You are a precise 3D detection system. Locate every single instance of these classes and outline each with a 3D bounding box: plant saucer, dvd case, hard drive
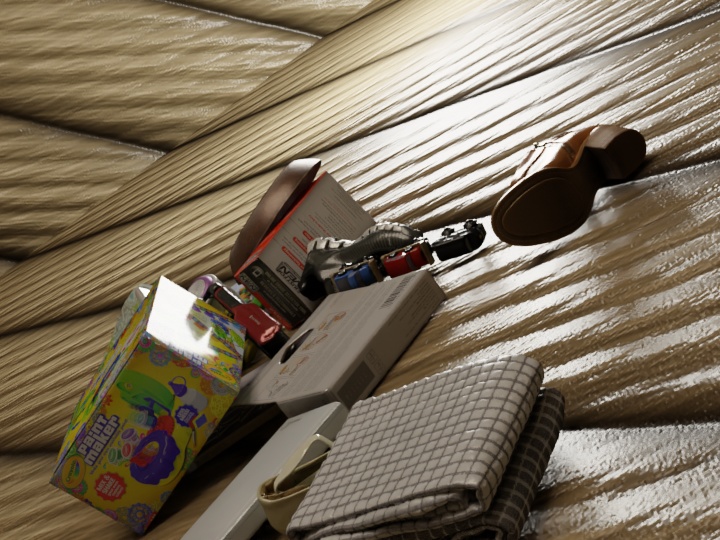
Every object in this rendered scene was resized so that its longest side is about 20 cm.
[{"bbox_3d":[-0.120,-0.072,1.942,0.201,0.034,0.200,-56,-1,-2],"label":"plant saucer"},{"bbox_3d":[-0.121,0.146,1.665,0.199,0.016,0.149,-35,17,12],"label":"dvd case"},{"bbox_3d":[-0.100,0.212,1.391,0.200,0.027,0.132,-47,9,-29],"label":"hard drive"}]

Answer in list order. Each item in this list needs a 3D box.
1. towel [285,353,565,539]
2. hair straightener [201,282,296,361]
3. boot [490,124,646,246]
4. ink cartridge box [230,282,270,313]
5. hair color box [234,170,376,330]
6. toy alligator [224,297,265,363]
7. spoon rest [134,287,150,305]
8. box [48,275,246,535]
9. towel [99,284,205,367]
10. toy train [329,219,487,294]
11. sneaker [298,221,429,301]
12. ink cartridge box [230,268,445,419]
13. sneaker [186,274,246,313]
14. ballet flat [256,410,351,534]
[{"bbox_3d":[0.055,0.163,1.130,0.199,0.086,0.166,-23,23,36],"label":"towel"},{"bbox_3d":[-0.135,0.068,1.749,0.041,0.077,0.200,-46,36,-14],"label":"hair straightener"},{"bbox_3d":[0.191,-0.094,1.539,0.200,0.077,0.155,-40,18,-16],"label":"boot"},{"bbox_3d":[-0.159,0.047,1.978,0.199,0.042,0.119,-34,17,7],"label":"ink cartridge box"},{"bbox_3d":[-0.068,-0.028,1.860,0.061,0.102,0.200,-36,12,43],"label":"hair color box"},{"bbox_3d":[-0.163,0.105,1.813,0.054,0.059,0.201,94,-158,-48],"label":"toy alligator"},{"bbox_3d":[-0.270,0.117,1.739,0.099,0.060,0.201,51,124,46],"label":"spoon rest"},{"bbox_3d":[-0.232,0.144,1.606,0.201,0.122,0.193,-55,12,15],"label":"box"},{"bbox_3d":[-0.270,0.119,1.812,0.171,0.048,0.201,11,79,53],"label":"towel"},{"bbox_3d":[0.050,-0.010,1.643,0.199,0.034,0.046,-19,22,24],"label":"toy train"},{"bbox_3d":[0.000,0.000,1.728,0.199,0.066,0.091,-9,47,44],"label":"sneaker"},{"bbox_3d":[-0.023,0.088,1.561,0.176,0.045,0.200,-16,26,50],"label":"ink cartridge box"},{"bbox_3d":[-0.209,0.111,1.867,0.075,0.099,0.201,24,84,51],"label":"sneaker"},{"bbox_3d":[-0.008,0.162,1.290,0.199,0.070,0.070,-36,16,7],"label":"ballet flat"}]
